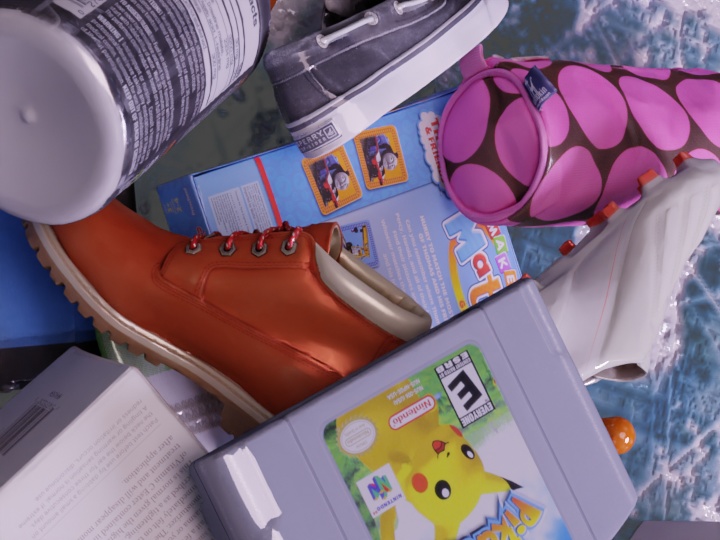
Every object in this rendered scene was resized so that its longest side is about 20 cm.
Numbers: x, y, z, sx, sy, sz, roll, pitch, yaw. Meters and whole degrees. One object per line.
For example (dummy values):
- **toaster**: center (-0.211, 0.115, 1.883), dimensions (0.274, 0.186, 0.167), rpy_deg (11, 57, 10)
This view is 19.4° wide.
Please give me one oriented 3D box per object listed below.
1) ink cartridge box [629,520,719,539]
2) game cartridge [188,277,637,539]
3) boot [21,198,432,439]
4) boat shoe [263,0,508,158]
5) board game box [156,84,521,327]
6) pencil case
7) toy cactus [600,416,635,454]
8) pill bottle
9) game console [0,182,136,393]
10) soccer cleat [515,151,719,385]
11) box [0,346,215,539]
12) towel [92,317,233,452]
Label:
- **ink cartridge box**: center (0.237, 0.211, 1.149), dimensions (0.146, 0.200, 0.086), rpy_deg (44, 67, -19)
- **game cartridge**: center (0.032, 0.101, 0.930), dimensions (0.199, 0.040, 0.134), rpy_deg (-28, 95, -33)
- **boot**: center (-0.062, 0.003, 0.991), dimensions (0.199, 0.075, 0.108), rpy_deg (36, 107, 2)
- **boat shoe**: center (0.011, -0.127, 1.098), dimensions (0.068, 0.071, 0.200), rpy_deg (60, 41, -10)
- **board game box**: center (0.000, 0.000, 1.105), dimensions (0.199, 0.036, 0.153), rpy_deg (-21, 95, -40)
- **pencil case**: center (0.136, -0.074, 1.162), dimensions (0.199, 0.091, 0.094), rpy_deg (-1, 64, -44)
- **toy cactus**: center (0.064, 0.127, 1.097), dimensions (0.164, 0.102, 0.201), rpy_deg (-33, 138, -28)
- **pill bottle**: center (-0.110, -0.110, 1.001), dimensions (0.107, 0.106, 0.200), rpy_deg (58, 35, -12)
- **game console**: center (-0.174, -0.042, 1.000), dimensions (0.115, 0.176, 0.202), rpy_deg (-6, 89, 0)
- **soccer cleat**: center (0.130, 0.012, 1.066), dimensions (0.078, 0.069, 0.200), rpy_deg (50, 55, 3)
- **box**: center (-0.090, 0.144, 0.966), dimensions (0.097, 0.124, 0.200), rpy_deg (-43, 106, -14)
- **towel**: center (-0.051, 0.096, 1.083), dimensions (0.148, 0.031, 0.202), rpy_deg (-21, 97, -41)
